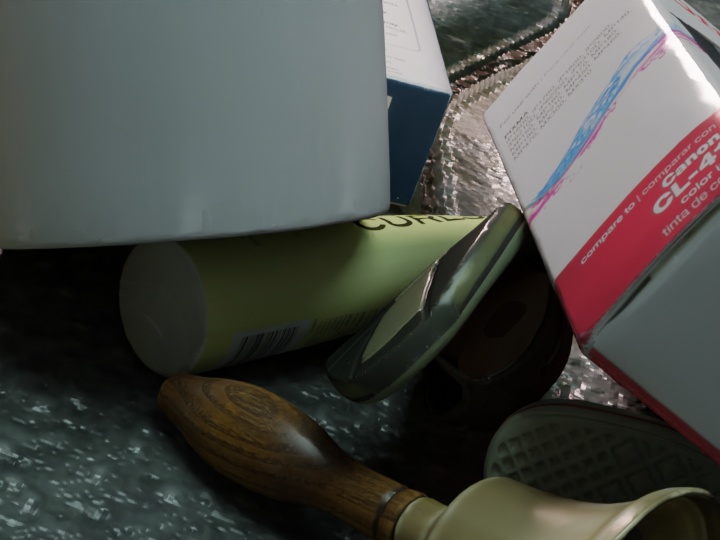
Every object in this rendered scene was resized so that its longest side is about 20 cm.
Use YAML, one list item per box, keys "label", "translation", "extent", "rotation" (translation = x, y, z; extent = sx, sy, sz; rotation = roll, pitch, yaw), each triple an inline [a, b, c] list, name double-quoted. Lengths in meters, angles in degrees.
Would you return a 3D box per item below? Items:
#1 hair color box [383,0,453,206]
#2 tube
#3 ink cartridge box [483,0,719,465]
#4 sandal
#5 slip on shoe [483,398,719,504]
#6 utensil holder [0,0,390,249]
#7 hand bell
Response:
- label: "hair color box"
  translation: [-0.026, -0.112, 1.084]
  extent: [0.099, 0.061, 0.200]
  rotation: [13, 30, -14]
- label: "tube"
  translation: [0.000, 0.000, 0.921]
  extent: [0.199, 0.052, 0.058]
  rotation: [-9, 41, -42]
- label: "ink cartridge box"
  translation: [0.130, -0.004, 0.804]
  extent: [0.147, 0.086, 0.200]
  rotation: [37, 17, -20]
- label: "sandal"
  translation: [0.048, 0.022, 0.847]
  extent: [0.057, 0.080, 0.201]
  rotation: [50, 13, 11]
- label: "slip on shoe"
  translation: [0.132, 0.094, 0.836]
  extent: [0.199, 0.074, 0.061]
  rotation: [19, 18, -12]
- label: "utensil holder"
  translation: [-0.073, -0.114, 0.858]
  extent: [0.169, 0.202, 0.170]
  rotation: [-4, 4, 0]
- label: "hand bell"
  translation: [0.009, 0.076, 0.784]
  extent: [0.199, 0.105, 0.104]
  rotation: [27, 27, 34]
